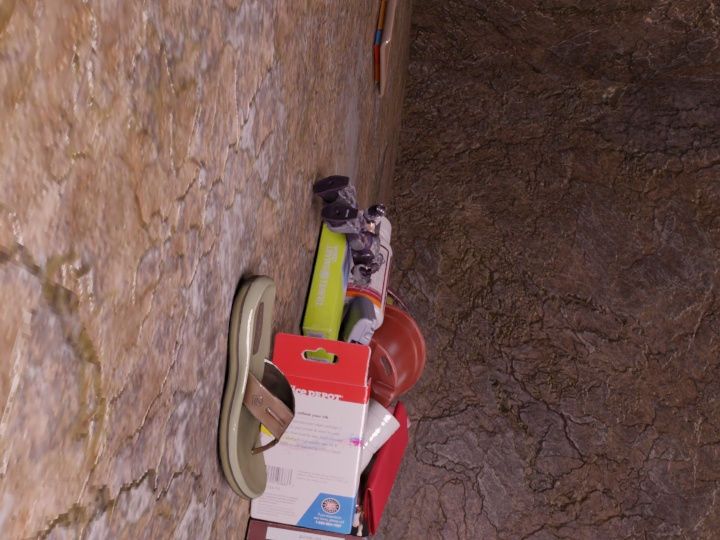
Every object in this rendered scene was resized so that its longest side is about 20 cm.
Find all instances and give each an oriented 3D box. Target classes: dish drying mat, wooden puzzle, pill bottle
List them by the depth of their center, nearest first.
[{"bbox_3d":[0.037,0.270,0.911,0.200,0.018,0.078,-53,143,-62],"label":"dish drying mat"},{"bbox_3d":[0.000,0.000,1.165,0.110,0.107,0.203,90,8,-58],"label":"pill bottle"},{"bbox_3d":[0.056,-0.551,1.553,0.201,0.037,0.188,98,0,-67],"label":"wooden puzzle"}]

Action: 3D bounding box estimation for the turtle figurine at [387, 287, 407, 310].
[{"bbox_3d":[0.030,0.100,1.953,0.145,0.198,0.195,-56,142,-25],"label":"turtle figurine"}]

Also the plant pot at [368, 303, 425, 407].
[{"bbox_3d":[0.016,0.177,1.244,0.195,0.197,0.205,-27,124,-75],"label":"plant pot"}]

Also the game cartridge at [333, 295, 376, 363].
[{"bbox_3d":[-0.031,0.144,1.035,0.133,0.040,0.203,-87,-159,-77],"label":"game cartridge"}]

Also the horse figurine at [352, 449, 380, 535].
[{"bbox_3d":[0.008,0.316,0.945,0.200,0.049,0.135,-47,148,-58],"label":"horse figurine"}]

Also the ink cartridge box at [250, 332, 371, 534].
[{"bbox_3d":[-0.051,0.176,0.730,0.067,0.114,0.204,25,73,-84],"label":"ink cartridge box"}]

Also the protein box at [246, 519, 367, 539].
[{"bbox_3d":[-0.068,0.410,0.750,0.199,0.132,0.203,88,10,-66],"label":"protein box"}]

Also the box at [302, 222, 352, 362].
[{"bbox_3d":[-0.047,0.026,0.991,0.123,0.047,0.203,91,7,-60],"label":"box"}]

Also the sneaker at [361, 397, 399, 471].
[{"bbox_3d":[-0.019,0.240,0.923,0.116,0.074,0.200,-48,-179,-14],"label":"sneaker"}]

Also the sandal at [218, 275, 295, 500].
[{"bbox_3d":[-0.084,0.107,0.565,0.080,0.056,0.205,-62,159,-77],"label":"sandal"}]

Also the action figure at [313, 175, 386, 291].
[{"bbox_3d":[0.000,-0.050,0.927,0.200,0.068,0.132,51,35,-57],"label":"action figure"}]

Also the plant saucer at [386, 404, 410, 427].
[{"bbox_3d":[-0.003,0.307,1.233,0.201,0.198,0.052,46,21,-84],"label":"plant saucer"}]

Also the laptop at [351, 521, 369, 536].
[{"bbox_3d":[-0.042,0.460,1.252,0.103,0.197,0.181,8,-86,60],"label":"laptop"}]
